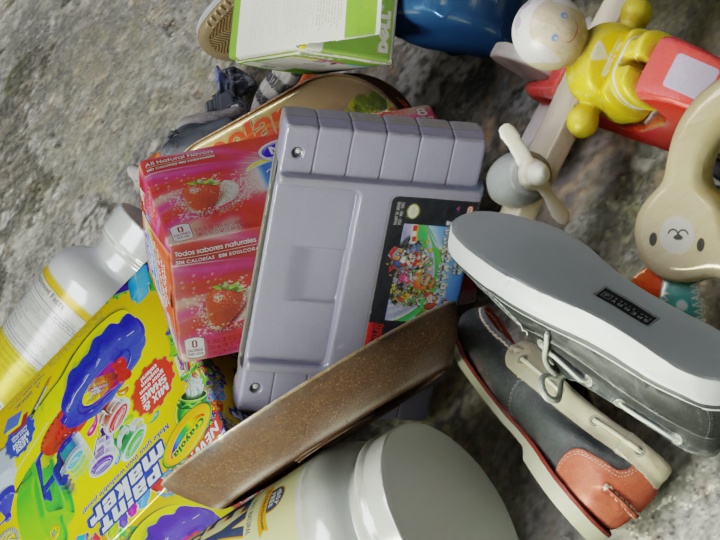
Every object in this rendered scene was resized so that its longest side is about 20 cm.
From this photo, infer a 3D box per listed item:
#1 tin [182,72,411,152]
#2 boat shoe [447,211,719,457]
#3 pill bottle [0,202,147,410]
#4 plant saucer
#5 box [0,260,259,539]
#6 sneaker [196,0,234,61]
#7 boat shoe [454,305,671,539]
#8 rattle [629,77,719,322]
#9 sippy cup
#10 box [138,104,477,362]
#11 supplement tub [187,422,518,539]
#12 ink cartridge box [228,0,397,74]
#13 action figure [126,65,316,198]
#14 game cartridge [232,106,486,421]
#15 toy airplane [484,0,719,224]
[{"bbox_3d":[-0.045,-0.060,1.733,0.199,0.113,0.042,-26,1,25],"label":"tin"},{"bbox_3d":[0.126,0.036,1.422,0.199,0.073,0.068,29,125,24],"label":"boat shoe"},{"bbox_3d":[-0.198,0.055,1.826,0.200,0.112,0.112,-52,36,7],"label":"pill bottle"},{"bbox_3d":[-0.022,0.083,1.470,0.200,0.200,0.035,-35,83,28],"label":"plant saucer"},{"bbox_3d":[-0.132,0.129,1.683,0.200,0.122,0.193,-45,38,18],"label":"box"},{"bbox_3d":[-0.051,-0.249,1.915,0.200,0.071,0.113,-38,43,13],"label":"sneaker"},{"bbox_3d":[0.112,0.077,1.476,0.063,0.071,0.200,-44,39,8],"label":"boat shoe"},{"bbox_3d":[0.187,-0.023,1.381,0.200,0.130,0.143,-38,1,22],"label":"rattle"},{"bbox_3d":[0.071,-0.215,1.705,0.178,0.139,0.131,158,126,-75],"label":"sippy cup"},{"bbox_3d":[-0.033,-0.025,1.613,0.198,0.096,0.100,-11,37,-11],"label":"box"},{"bbox_3d":[-0.019,0.189,1.482,0.199,0.145,0.146,-35,41,28],"label":"supplement tub"},{"bbox_3d":[-0.004,-0.208,1.642,0.200,0.075,0.149,1,85,61],"label":"ink cartridge box"},{"bbox_3d":[-0.085,-0.109,1.827,0.193,0.105,0.201,-32,45,17],"label":"action figure"},{"bbox_3d":[0.000,0.000,1.549,0.038,0.129,0.201,-100,18,-60],"label":"game cartridge"},{"bbox_3d":[0.137,-0.123,1.534,0.199,0.141,0.201,-35,42,30],"label":"toy airplane"}]
